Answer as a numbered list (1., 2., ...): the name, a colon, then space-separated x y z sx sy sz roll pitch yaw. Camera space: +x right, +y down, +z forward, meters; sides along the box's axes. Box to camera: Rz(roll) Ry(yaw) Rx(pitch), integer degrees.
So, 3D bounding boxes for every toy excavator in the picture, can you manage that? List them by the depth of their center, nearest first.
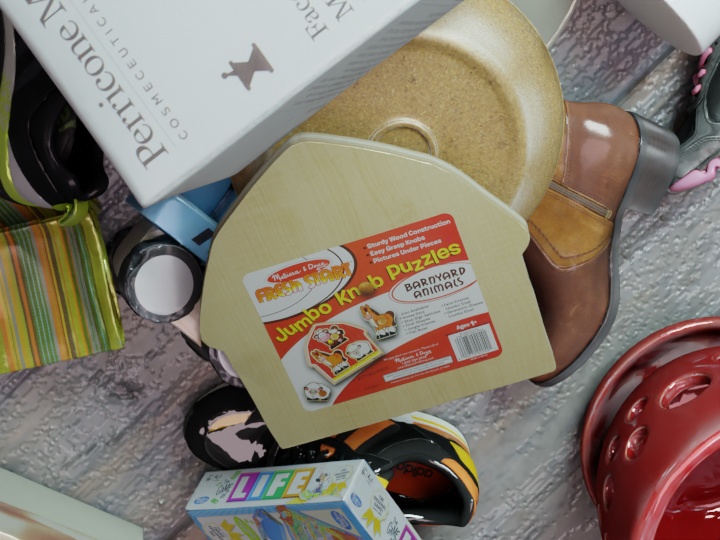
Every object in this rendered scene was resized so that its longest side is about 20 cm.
1. toy excavator: -0.084 -0.061 1.016 0.194 0.100 0.201 39 85 -17

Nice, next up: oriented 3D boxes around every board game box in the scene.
1. board game box: -0.007 0.206 1.080 0.134 0.034 0.201 -9 127 37

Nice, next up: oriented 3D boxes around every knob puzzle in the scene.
1. knob puzzle: 0.000 0.000 0.942 0.217 0.031 0.221 -1 127 -2

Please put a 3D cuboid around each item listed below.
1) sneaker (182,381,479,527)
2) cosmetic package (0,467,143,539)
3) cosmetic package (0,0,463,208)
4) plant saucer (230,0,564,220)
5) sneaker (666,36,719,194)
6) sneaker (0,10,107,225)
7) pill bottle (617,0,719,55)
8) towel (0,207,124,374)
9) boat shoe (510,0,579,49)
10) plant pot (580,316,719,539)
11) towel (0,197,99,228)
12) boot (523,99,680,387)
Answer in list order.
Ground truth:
1. sneaker: -0.015 0.121 1.076 0.198 0.090 0.071 12 106 -13
2. cosmetic package: -0.248 0.187 1.064 0.199 0.087 0.104 25 104 -15
3. cosmetic package: -0.057 -0.160 0.817 0.199 0.165 0.165 -36 91 13
4. plant saucer: 0.022 -0.072 0.946 0.198 0.036 0.202 -3 116 -5
5. sneaker: 0.240 -0.140 1.047 0.095 0.079 0.200 39 96 -2
6. sneaker: -0.160 -0.128 0.949 0.071 0.082 0.202 -4 103 -54
7. pill bottle: 0.231 -0.233 0.975 0.114 0.114 0.200 41 92 -18
8. towel: -0.244 0.026 0.995 0.198 0.018 0.087 -13 95 5
9. boat shoe: 0.060 -0.128 1.028 0.067 0.057 0.201 33 97 -34
10. plant pot: 0.243 0.142 1.073 0.198 0.183 0.202 -3 108 -8
11. towel: -0.261 -0.005 1.027 0.200 0.018 0.086 -41 109 6
12. boot: 0.077 -0.030 1.011 0.199 0.069 0.189 14 116 -26
